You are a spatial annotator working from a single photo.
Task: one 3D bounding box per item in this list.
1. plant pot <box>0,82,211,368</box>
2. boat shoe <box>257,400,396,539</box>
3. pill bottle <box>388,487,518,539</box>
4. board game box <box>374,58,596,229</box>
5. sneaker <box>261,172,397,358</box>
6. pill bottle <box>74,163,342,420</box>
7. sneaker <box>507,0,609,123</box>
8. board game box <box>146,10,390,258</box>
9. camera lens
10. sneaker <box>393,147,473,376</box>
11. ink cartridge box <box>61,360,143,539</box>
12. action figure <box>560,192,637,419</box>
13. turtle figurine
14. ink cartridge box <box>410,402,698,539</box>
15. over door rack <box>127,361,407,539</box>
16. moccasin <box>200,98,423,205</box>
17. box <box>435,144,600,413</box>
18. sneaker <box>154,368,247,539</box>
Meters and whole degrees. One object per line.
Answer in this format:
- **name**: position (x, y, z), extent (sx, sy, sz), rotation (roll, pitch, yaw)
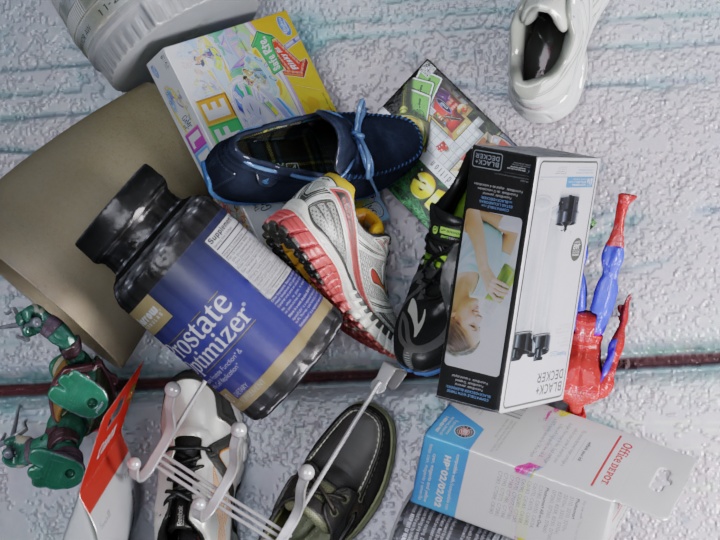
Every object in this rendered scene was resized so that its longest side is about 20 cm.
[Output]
- **plant pot**: position (-0.208, -0.053, 1.647), extent (0.187, 0.187, 0.200), rotation (37, 80, 13)
- **boat shoe**: position (-0.035, 0.202, 1.629), extent (0.072, 0.066, 0.201), rotation (30, 92, 15)
- **pill bottle**: position (0.122, 0.250, 1.569), extent (0.199, 0.106, 0.107), rotation (18, 90, 14)
- **board game box**: position (0.091, -0.073, 1.647), extent (0.200, 0.023, 0.105), rotation (45, 98, 13)
- **sneaker**: position (0.000, 0.000, 1.581), extent (0.078, 0.200, 0.082), rotation (31, 73, 38)
- **pill bottle**: position (-0.120, 0.014, 1.531), extent (0.200, 0.112, 0.112), rotation (41, 95, -5)
- **sneaker**: position (0.164, -0.224, 1.601), extent (0.078, 0.099, 0.201), rotation (9, 87, 13)
- **board game box**: position (-0.075, -0.106, 1.629), extent (0.034, 0.134, 0.201), rotation (-33, 83, 52)
- **camera lens**: position (-0.197, -0.273, 1.659), extent (0.160, 0.160, 0.200), rotation (-33, 79, 8)
- **sneaker**: position (0.070, -0.010, 1.571), extent (0.071, 0.083, 0.200), rotation (13, 70, 30)
- **ink cartridge box**: position (-0.205, 0.193, 1.599), extent (0.057, 0.163, 0.201), rotation (25, 104, -1)
- **action figure**: position (0.186, 0.035, 1.597), extent (0.065, 0.052, 0.201), rotation (8, 95, 8)
- **turtle figurine**: position (-0.251, 0.101, 1.633), extent (0.100, 0.200, 0.151), rotation (-3, 106, -14)
- **ink cartridge box**: position (0.154, 0.166, 1.553), extent (0.199, 0.115, 0.068), rotation (18, 116, 16)
- **over door rack**: position (-0.079, 0.117, 1.601), extent (0.147, 0.067, 0.200), rotation (30, 73, 19)
- **moccasin**: position (-0.028, -0.091, 1.577), extent (0.199, 0.068, 0.081), rotation (-17, 74, -32)
- **box**: position (0.124, 0.005, 1.537), extent (0.060, 0.116, 0.201), rotation (13, 98, 30)
- **sneaker**: position (-0.138, 0.182, 1.650), extent (0.073, 0.080, 0.201), rotation (-7, 82, 15)
